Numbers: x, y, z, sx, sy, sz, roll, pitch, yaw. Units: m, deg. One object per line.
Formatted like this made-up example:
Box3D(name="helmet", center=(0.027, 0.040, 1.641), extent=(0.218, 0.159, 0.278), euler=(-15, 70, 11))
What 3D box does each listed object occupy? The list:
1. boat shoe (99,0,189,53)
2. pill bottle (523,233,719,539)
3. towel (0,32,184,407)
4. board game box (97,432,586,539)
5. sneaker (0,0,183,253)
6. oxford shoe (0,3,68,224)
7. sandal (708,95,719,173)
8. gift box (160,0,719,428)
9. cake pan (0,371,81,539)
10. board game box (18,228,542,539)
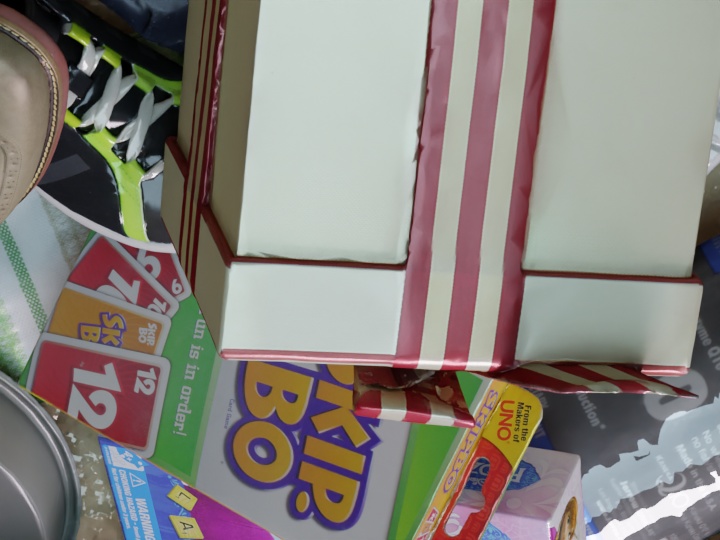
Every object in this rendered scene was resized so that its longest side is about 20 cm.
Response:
Box3D(name="boat shoe", center=(-0.025, -0.114, 0.930), extent=(0.199, 0.075, 0.093), euler=(31, 108, -12))
Box3D(name="pill bottle", center=(0.156, 0.045, 1.004), extent=(0.199, 0.114, 0.114), euler=(-28, 116, 7))
Box3D(name="towel", center=(-0.150, -0.012, 0.992), extent=(0.199, 0.031, 0.150), euler=(-18, 119, 0))
Box3D(name="board game box", center=(0.001, 0.147, 1.006), extent=(0.199, 0.041, 0.201), euler=(8, 131, 22))
Box3D(name="sneaker", center=(-0.121, -0.069, 0.901), extent=(0.199, 0.083, 0.072), euler=(29, 83, -1))
Box3D(name="oxford shoe", center=(-0.169, -0.020, 0.882), extent=(0.070, 0.075, 0.200), euler=(32, 134, -9))
Box3D(name="sandal", center=(0.145, -0.090, 0.975), extent=(0.202, 0.050, 0.083), euler=(-41, 97, 12))
Box3D(name="gift box", center=(0.038, -0.053, 0.819), extent=(0.199, 0.185, 0.188), euler=(5, 106, -8))
Box3D(name="cake pan", center=(-0.219, 0.111, 1.013), extent=(0.199, 0.037, 0.201), euler=(-4, 128, -5))
Box3D(name="board game box", center=(-0.033, 0.048, 0.930), extent=(0.199, 0.030, 0.096), euler=(27, 94, 19))
